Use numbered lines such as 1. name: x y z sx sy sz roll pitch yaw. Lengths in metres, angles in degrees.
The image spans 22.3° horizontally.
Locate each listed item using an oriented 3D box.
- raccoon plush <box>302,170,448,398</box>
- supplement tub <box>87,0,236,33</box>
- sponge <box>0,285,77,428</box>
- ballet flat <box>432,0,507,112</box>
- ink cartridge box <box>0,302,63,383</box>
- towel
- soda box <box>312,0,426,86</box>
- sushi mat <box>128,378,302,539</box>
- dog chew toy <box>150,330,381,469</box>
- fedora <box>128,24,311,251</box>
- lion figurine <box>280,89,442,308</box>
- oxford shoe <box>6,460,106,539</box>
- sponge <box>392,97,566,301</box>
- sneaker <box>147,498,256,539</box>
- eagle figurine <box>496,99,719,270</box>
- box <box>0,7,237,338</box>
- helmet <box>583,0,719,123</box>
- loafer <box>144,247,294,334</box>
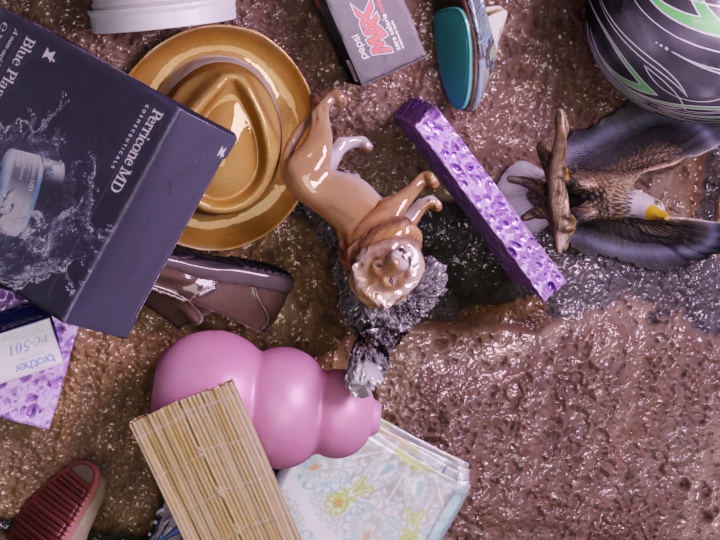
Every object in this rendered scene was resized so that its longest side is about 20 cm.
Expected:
1. raccoon plush: 0.000 0.000 1.591 0.097 0.200 0.134 -35 107 23
2. supplement tub: -0.174 -0.303 1.515 0.145 0.145 0.201 -7 101 -11
3. sponge: -0.353 0.058 1.586 0.199 0.030 0.112 16 96 -15
4. ballet flat: 0.097 -0.244 1.628 0.074 0.074 0.201 -14 105 -10
5. ink cartridge box: -0.350 0.080 1.519 0.199 0.094 0.044 -17 103 -8
6. towel: -0.011 0.231 1.690 0.171 0.048 0.200 30 92 -12
7. soda box: -0.014 -0.266 1.598 0.071 0.063 0.200 -26 104 -7
8. sushi mat: -0.118 0.191 1.562 0.095 0.012 0.200 -20 115 2
9. dog chew toy: -0.081 0.120 1.603 0.199 0.125 0.125 7 98 0
10. fedora: -0.122 -0.113 1.588 0.200 0.082 0.201 -2 99 -13
11. lion figurine: -0.010 -0.060 1.560 0.200 0.073 0.122 40 70 21
12. oxford shoe: -0.278 0.265 1.636 0.075 0.070 0.200 32 90 -42
13. sponge: 0.104 -0.065 1.632 0.030 0.112 0.200 -38 105 -2
14. sneaker: -0.156 0.245 1.648 0.200 0.085 0.077 -40 143 8
15. eagle figurine: 0.241 -0.072 1.671 0.200 0.151 0.152 -11 148 -40
16. box: -0.244 -0.080 1.504 0.200 0.117 0.197 30 92 21
17. helmet: 0.297 -0.224 1.601 0.199 0.200 0.191 -1 76 -12
18. loafer: -0.159 0.018 1.607 0.199 0.073 0.071 10 97 -13
